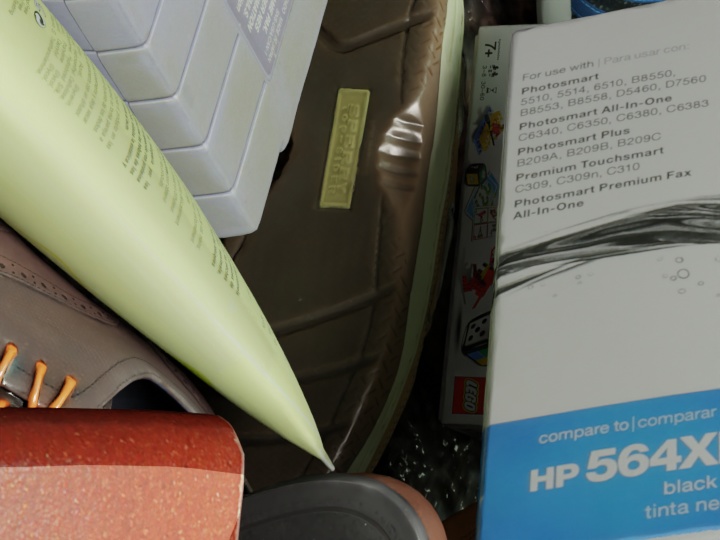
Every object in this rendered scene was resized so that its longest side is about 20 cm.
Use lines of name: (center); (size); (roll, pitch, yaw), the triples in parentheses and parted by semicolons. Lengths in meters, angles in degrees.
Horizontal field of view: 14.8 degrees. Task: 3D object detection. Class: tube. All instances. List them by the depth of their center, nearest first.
tube: (-0.073, -0.024, 0.710); (0.200, 0.052, 0.058); (47, 47, -37)

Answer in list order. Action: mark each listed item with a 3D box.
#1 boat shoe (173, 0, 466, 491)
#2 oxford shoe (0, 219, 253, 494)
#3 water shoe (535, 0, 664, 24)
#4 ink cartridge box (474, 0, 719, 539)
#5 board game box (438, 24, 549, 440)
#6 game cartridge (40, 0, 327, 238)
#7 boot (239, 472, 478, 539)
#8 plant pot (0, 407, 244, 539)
boat shoe: (0.000, 0.000, 0.837); (0.076, 0.071, 0.201); (45, 59, -62)
oxford shoe: (-0.099, 0.018, 0.699); (0.200, 0.072, 0.071); (30, 88, -44)
water shoe: (0.102, -0.111, 0.910); (0.200, 0.079, 0.072); (77, 34, -53)
ink cartridge box: (0.095, 0.041, 0.768); (0.200, 0.084, 0.146); (-83, 155, -43)
board game box: (0.086, 0.006, 0.927); (0.200, 0.035, 0.127); (24, 69, -62)
game cartridge: (-0.040, -0.124, 0.782); (0.130, 0.038, 0.200); (67, 31, -50)
boot: (0.016, 0.094, 0.773); (0.068, 0.189, 0.200); (46, 39, 20)
plant pot: (-0.160, 0.119, 0.555); (0.176, 0.200, 0.201); (12, 78, -38)
